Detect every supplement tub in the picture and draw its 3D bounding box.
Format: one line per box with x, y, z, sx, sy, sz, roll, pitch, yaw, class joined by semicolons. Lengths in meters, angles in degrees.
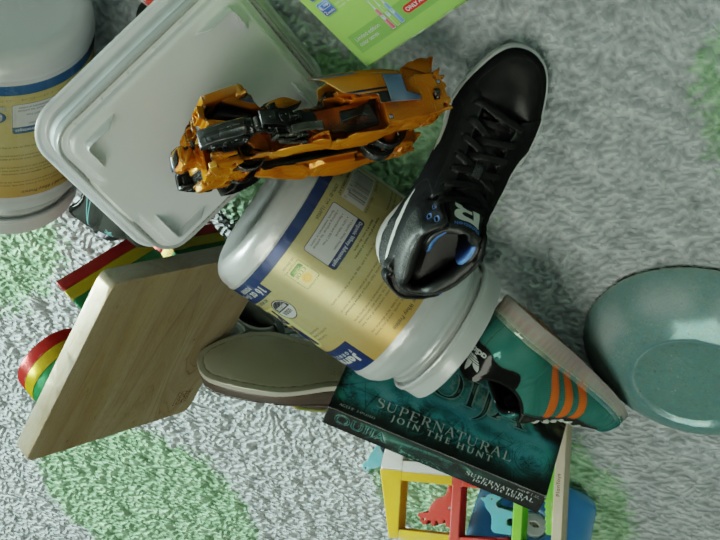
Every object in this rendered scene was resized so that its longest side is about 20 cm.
-0.289;-0.140;1.219;0.144;0.145;0.200;19;138;6;supplement tub
0.000;0.000;1.229;0.200;0.145;0.144;35;138;-11;supplement tub

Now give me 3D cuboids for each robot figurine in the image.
-0.043;-0.102;1.093;0.200;0.058;0.145;-11;168;-19;robot figurine

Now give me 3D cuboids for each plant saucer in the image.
0.282;0.082;1.262;0.201;0.039;0.201;13;138;12;plant saucer

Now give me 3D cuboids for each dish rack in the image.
-0.124;-0.115;1.129;0.044;0.200;0.172;44;178;46;dish rack

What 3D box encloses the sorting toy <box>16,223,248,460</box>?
-0.199;0.049;1.307;0.070;0.199;0.200;44;121;22;sorting toy

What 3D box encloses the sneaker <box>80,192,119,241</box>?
-0.148;-0.104;1.266;0.200;0.088;0.074;-35;87;23;sneaker

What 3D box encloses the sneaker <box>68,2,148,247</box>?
-0.185;-0.119;1.185;0.079;0.075;0.200;13;105;12;sneaker

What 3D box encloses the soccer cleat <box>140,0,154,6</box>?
-0.186;-0.253;1.120;0.200;0.069;0.085;43;149;-21;soccer cleat

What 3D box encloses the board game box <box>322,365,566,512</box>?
0.081;0.116;1.319;0.200;0.135;0.028;22;136;1;board game box

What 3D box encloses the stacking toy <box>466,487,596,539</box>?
0.149;0.287;1.506;0.116;0.110;0.200;20;150;2;stacking toy

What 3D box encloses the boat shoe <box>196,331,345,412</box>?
-0.050;0.097;1.373;0.200;0.072;0.060;-2;140;-12;boat shoe

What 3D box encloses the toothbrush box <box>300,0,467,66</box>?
-0.005;-0.257;1.009;0.200;0.086;0.146;41;137;-19;toothbrush box

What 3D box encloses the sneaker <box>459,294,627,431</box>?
0.151;0.096;1.272;0.080;0.071;0.200;-47;132;4;sneaker

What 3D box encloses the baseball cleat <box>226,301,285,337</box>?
-0.161;0.056;1.436;0.200;0.070;0.107;2;121;17;baseball cleat

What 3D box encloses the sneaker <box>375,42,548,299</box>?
0.084;-0.063;1.089;0.073;0.112;0.200;26;105;-14;sneaker

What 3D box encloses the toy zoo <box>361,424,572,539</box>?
0.096;0.191;1.409;0.200;0.131;0.020;1;176;24;toy zoo
